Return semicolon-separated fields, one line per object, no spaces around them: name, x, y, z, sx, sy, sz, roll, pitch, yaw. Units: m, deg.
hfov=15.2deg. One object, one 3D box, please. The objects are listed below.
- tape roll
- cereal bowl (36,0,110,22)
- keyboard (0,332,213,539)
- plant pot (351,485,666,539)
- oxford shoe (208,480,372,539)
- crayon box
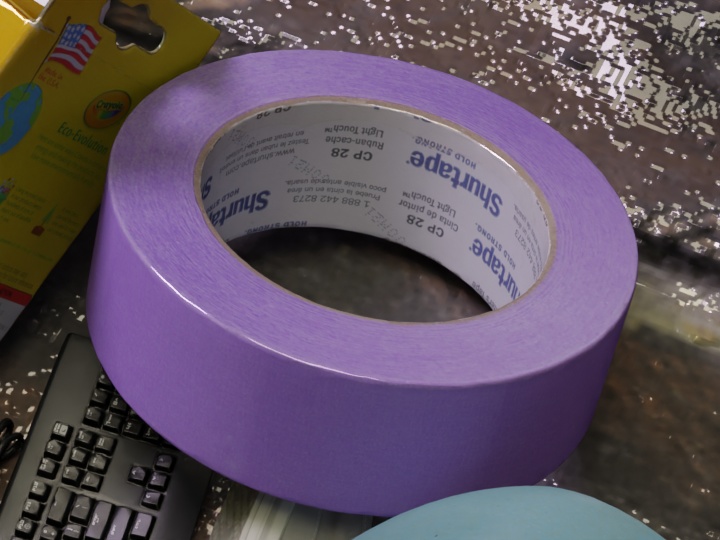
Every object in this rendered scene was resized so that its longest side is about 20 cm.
tape roll;0.000;0.000;1.012;0.199;0.066;0.200;9;37;-7
cereal bowl;-0.192;-0.119;1.118;0.199;0.083;0.201;-3;56;5
keyboard;-0.123;0.110;1.013;0.104;0.040;0.201;12;60;8
plant pot;0.041;0.168;0.891;0.200;0.201;0.161;33;53;19
oxford shoe;-0.039;0.137;0.981;0.058;0.075;0.201;31;63;-13
crayon box;-0.148;-0.035;1.007;0.051;0.127;0.200;38;93;22
